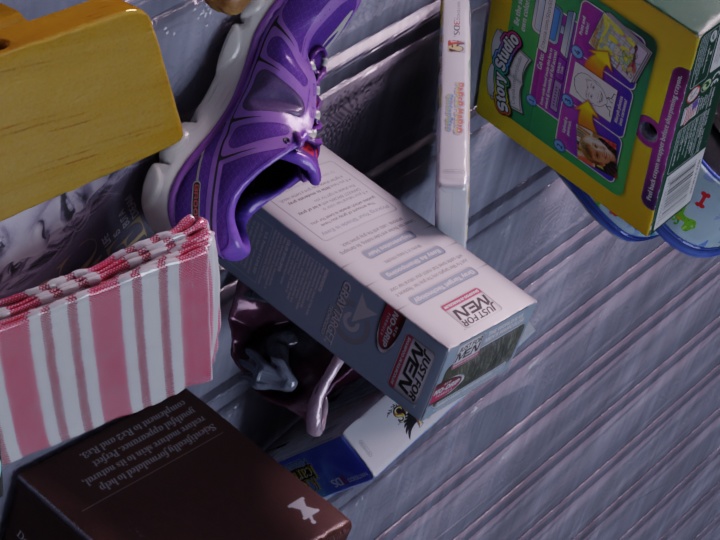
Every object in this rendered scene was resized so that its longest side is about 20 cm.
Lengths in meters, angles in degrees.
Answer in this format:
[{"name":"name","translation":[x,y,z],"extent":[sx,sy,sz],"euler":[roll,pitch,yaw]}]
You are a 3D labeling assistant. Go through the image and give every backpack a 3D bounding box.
[{"name":"backpack","translation":[0.250,-0.107,1.554],"extent":[0.183,0.200,0.147],"euler":[-27,164,-50]}]

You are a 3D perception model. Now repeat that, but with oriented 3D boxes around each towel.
[{"name":"towel","translation":[-0.172,0.050,1.100],"extent":[0.199,0.030,0.147],"euler":[-21,149,-18]}]

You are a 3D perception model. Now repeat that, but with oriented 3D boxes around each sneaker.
[{"name":"sneaker","translation":[-0.046,-0.091,1.143],"extent":[0.201,0.083,0.081],"euler":[-62,161,-11]}]

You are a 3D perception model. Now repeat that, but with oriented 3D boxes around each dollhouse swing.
[{"name":"dollhouse swing","translation":[-0.185,-0.136,0.699],"extent":[0.181,0.199,0.177],"euler":[-29,135,-45]}]

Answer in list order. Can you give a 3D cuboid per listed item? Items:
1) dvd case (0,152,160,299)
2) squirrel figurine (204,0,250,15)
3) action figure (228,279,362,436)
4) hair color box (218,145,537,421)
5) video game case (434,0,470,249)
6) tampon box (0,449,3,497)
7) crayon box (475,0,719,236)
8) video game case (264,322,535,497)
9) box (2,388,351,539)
[{"name":"dvd case","translation":[-0.173,-0.020,1.096],"extent":[0.200,0.016,0.149],"euler":[-46,156,-18]},{"name":"squirrel figurine","translation":[-0.031,-0.233,0.935],"extent":[0.201,0.141,0.186],"euler":[-58,164,17]},{"name":"action figure","translation":[0.002,0.030,1.349],"extent":[0.199,0.149,0.135],"euler":[7,111,-49]},{"name":"hair color box","translation":[0.000,0.000,1.219],"extent":[0.099,0.200,0.061],"euler":[-25,144,-48]},{"name":"video game case","translation":[0.063,-0.054,1.340],"extent":[0.201,0.023,0.183],"euler":[88,4,-49]},{"name":"tampon box","translation":[-0.278,0.081,0.891],"extent":[0.200,0.126,0.150],"euler":[-38,152,-33]},{"name":"crayon box","translation":[0.170,-0.149,1.376],"extent":[0.058,0.172,0.201],"euler":[-36,151,-29]},{"name":"video game case","translation":[0.016,0.102,1.463],"extent":[0.181,0.046,0.200],"euler":[-41,-174,-29]},{"name":"box","translation":[-0.137,0.225,1.307],"extent":[0.166,0.164,0.201],"euler":[-26,143,-47]}]
